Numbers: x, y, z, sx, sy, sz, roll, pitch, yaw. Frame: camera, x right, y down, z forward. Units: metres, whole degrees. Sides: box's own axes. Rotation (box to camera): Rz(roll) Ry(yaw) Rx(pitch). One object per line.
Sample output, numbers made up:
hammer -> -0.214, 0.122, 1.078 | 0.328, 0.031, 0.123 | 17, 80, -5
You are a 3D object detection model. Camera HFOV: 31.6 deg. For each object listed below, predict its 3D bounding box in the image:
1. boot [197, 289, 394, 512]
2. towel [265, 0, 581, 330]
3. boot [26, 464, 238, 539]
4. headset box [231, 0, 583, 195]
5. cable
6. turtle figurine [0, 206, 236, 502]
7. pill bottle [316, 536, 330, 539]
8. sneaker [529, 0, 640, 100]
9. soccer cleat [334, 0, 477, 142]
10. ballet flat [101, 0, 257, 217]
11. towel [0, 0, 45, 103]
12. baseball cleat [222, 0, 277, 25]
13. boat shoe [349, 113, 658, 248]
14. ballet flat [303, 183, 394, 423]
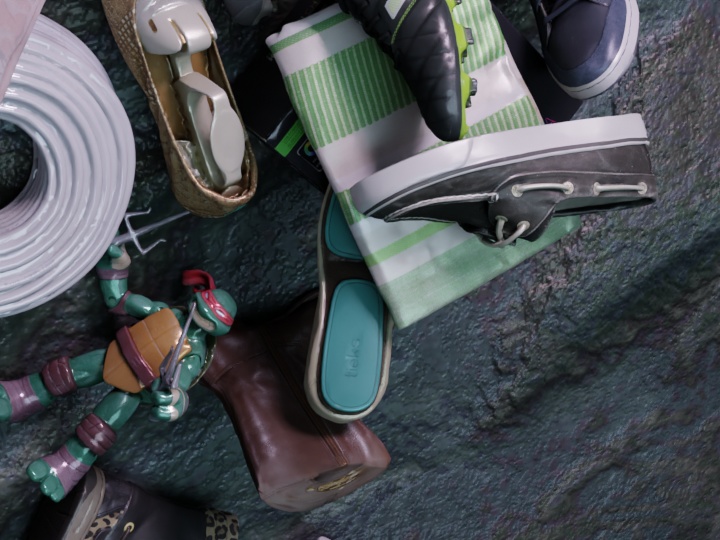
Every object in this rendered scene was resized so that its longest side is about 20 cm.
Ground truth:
boot -> -0.016, 0.089, 0.906 | 0.186, 0.200, 0.064 | -14, 120, -22
towel -> 0.044, -0.086, 0.807 | 0.152, 0.023, 0.200 | -28, 99, -16
boot -> -0.192, 0.249, 0.970 | 0.150, 0.073, 0.200 | 21, 97, -34
headset box -> 0.026, -0.123, 0.895 | 0.174, 0.093, 0.200 | -50, 125, 1
cable -> -0.239, -0.067, 0.790 | 0.200, 0.069, 0.200 | 36, 93, -36
turtle figurine -> -0.152, 0.058, 0.869 | 0.200, 0.150, 0.101 | -39, 144, 3
pill bottle -> -0.069, 0.320, 1.044 | 0.200, 0.111, 0.111 | -49, 126, -1
sneaker -> 0.111, -0.216, 0.851 | 0.146, 0.203, 0.077 | 28, 133, -35
soccer cleat -> 0.014, -0.166, 0.757 | 0.081, 0.068, 0.201 | -15, 82, -3
ballet flat -> -0.109, -0.128, 0.814 | 0.070, 0.065, 0.200 | -33, 115, -30
towel -> -0.241, -0.192, 0.668 | 0.032, 0.191, 0.200 | -15, 139, 26
baseball cleat -> -0.097, -0.220, 0.769 | 0.106, 0.070, 0.200 | -1, 153, -6
boat shoe -> 0.093, -0.048, 0.770 | 0.199, 0.071, 0.064 | -12, 84, -18
ballet flat -> 0.000, 0.000, 0.840 | 0.069, 0.069, 0.201 | 17, 84, -34
